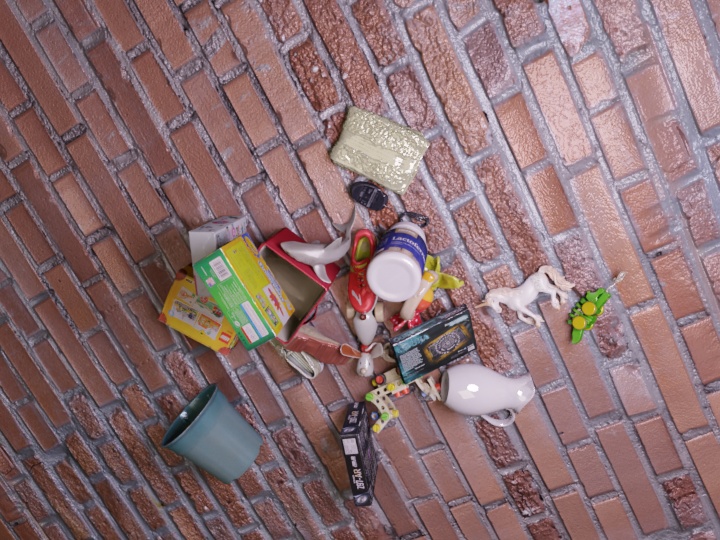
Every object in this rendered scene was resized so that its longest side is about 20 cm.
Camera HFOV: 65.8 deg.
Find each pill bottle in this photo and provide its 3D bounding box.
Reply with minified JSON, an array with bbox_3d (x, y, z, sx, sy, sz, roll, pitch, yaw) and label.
[{"bbox_3d":[0.086,-0.027,1.223,0.115,0.200,0.116,6,119,10],"label":"pill bottle"}]

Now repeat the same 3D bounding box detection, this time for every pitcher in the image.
[{"bbox_3d":[0.295,0.309,1.346,0.199,0.121,0.172,7,120,-5],"label":"pitcher"}]

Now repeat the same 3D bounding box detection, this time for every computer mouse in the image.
[{"bbox_3d":[0.069,-0.152,1.290,0.200,0.034,0.059,27,123,-7],"label":"computer mouse"}]

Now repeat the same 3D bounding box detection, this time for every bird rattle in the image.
[{"bbox_3d":[0.130,0.059,1.278,0.113,0.163,0.200,44,98,14],"label":"bird rattle"}]

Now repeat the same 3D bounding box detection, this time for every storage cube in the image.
[{"bbox_3d":[-0.173,0.032,1.297,0.200,0.180,0.171,36,108,-3],"label":"storage cube"}]

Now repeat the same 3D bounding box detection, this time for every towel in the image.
[{"bbox_3d":[0.042,-0.272,1.254,0.200,0.036,0.149,25,107,1],"label":"towel"}]

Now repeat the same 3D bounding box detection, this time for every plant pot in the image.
[{"bbox_3d":[-0.372,0.433,1.443,0.200,0.200,0.196,-40,104,17],"label":"plant pot"}]

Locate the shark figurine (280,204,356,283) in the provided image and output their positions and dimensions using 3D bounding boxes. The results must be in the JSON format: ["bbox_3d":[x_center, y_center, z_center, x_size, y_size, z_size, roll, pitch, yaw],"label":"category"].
[{"bbox_3d":[-0.056,-0.062,1.237,0.128,0.214,0.090,49,137,10],"label":"shark figurine"}]

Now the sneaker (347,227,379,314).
[{"bbox_3d":[0.000,0.000,1.284,0.077,0.085,0.201,0,83,11],"label":"sneaker"}]

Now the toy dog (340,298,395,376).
[{"bbox_3d":[0.013,0.162,1.342,0.132,0.096,0.200,-19,96,11],"label":"toy dog"}]

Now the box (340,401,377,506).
[{"bbox_3d":[0.000,0.458,1.401,0.043,0.160,0.201,-8,105,10],"label":"box"}]

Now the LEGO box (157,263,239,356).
[{"bbox_3d":[-0.383,0.098,1.400,0.200,0.077,0.149,29,108,0],"label":"LEGO box"}]

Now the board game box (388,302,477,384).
[{"bbox_3d":[0.173,0.172,1.303,0.200,0.028,0.136,-24,125,-9],"label":"board game box"}]

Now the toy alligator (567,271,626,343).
[{"bbox_3d":[0.526,0.075,1.272,0.054,0.059,0.200,41,113,39],"label":"toy alligator"}]

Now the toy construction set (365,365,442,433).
[{"bbox_3d":[0.100,0.305,1.378,0.200,0.092,0.131,-25,76,7],"label":"toy construction set"}]

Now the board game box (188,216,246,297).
[{"bbox_3d":[-0.320,-0.038,1.288,0.064,0.200,0.148,1,105,8],"label":"board game box"}]

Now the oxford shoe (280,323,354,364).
[{"bbox_3d":[-0.101,0.175,1.385,0.200,0.074,0.071,26,123,-21],"label":"oxford shoe"}]

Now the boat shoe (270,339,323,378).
[{"bbox_3d":[-0.174,0.192,1.403,0.200,0.062,0.072,39,107,-3],"label":"boat shoe"}]

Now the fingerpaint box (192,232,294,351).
[{"bbox_3d":[-0.230,0.038,1.127,0.073,0.167,0.200,-28,100,13],"label":"fingerpaint box"}]

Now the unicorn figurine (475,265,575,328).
[{"bbox_3d":[0.381,0.065,1.287,0.200,0.074,0.137,-44,86,3],"label":"unicorn figurine"}]
